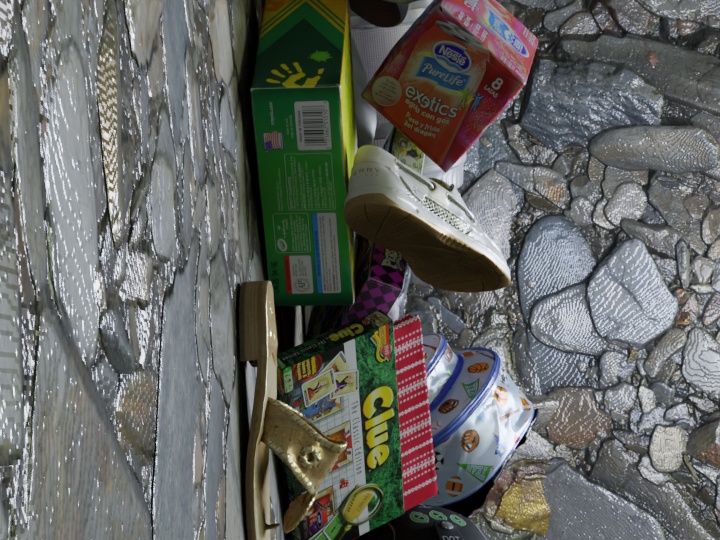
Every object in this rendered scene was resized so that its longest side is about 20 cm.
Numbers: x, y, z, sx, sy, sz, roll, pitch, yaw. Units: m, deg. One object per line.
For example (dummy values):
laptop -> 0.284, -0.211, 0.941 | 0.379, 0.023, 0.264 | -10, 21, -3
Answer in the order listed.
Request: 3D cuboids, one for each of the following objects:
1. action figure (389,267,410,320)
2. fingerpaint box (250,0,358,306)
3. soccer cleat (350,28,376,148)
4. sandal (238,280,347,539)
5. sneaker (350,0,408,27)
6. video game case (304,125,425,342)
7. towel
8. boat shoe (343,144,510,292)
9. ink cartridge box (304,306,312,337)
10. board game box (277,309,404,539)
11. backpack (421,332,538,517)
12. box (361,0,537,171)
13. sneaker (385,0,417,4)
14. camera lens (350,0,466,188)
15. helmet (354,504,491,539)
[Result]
action figure -> 0.029, 0.011, 1.894 | 0.201, 0.104, 0.194 | -102, -150, -56
fingerpaint box -> -0.042, -0.101, 1.469 | 0.167, 0.073, 0.201 | -86, 174, -54
soccer cleat -> -0.034, -0.191, 1.553 | 0.078, 0.069, 0.202 | -165, -123, -77
sandal -> -0.044, 0.113, 1.293 | 0.078, 0.069, 0.214 | 22, 65, -85
sneaker -> -0.005, -0.304, 1.586 | 0.201, 0.072, 0.085 | 56, 52, -32
video game case -> 0.000, 0.000, 1.580 | 0.200, 0.036, 0.182 | 119, -14, -48
towel -> -0.003, 0.141, 1.522 | 0.022, 0.144, 0.201 | 38, -36, 44
boat shoe -> 0.059, -0.041, 1.450 | 0.200, 0.070, 0.070 | 35, 49, -50
ink cartridge box -> -0.024, 0.021, 1.811 | 0.200, 0.050, 0.164 | 2, 85, -83
board game box -> -0.015, 0.135, 1.479 | 0.023, 0.104, 0.201 | 35, -39, 44
backpack -> 0.067, 0.149, 1.789 | 0.154, 0.190, 0.201 | 55, 45, -26
box -> 0.078, -0.169, 1.537 | 0.100, 0.095, 0.200 | -48, -175, 18
sneaker -> -0.015, -0.284, 1.455 | 0.077, 0.200, 0.081 | -50, 167, 2
camera lens -> 0.020, -0.176, 1.772 | 0.160, 0.158, 0.202 | -74, 160, -78
helmet -> 0.046, 0.306, 1.622 | 0.191, 0.198, 0.202 | -176, -97, -73
